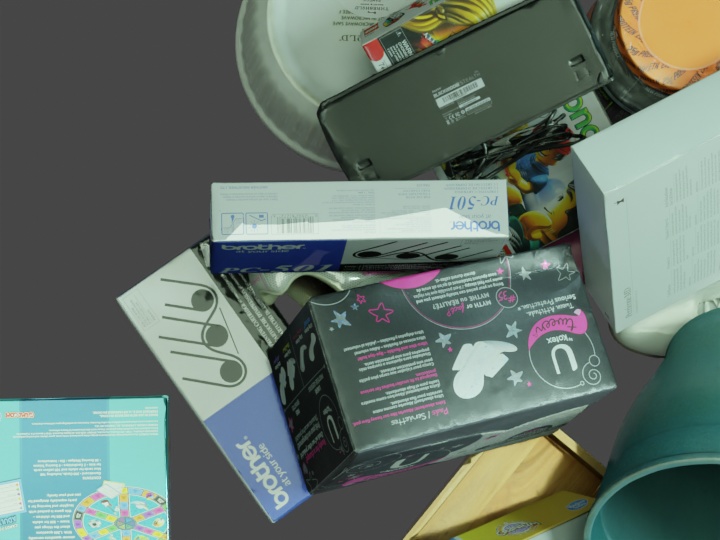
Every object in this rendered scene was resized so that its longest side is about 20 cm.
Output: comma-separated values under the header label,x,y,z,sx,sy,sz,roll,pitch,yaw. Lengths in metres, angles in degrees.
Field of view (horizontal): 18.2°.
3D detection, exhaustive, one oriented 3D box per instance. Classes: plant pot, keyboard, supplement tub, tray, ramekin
label,x,y,z,sx,sy,sz,roll,pitch,yaw
plant pot,0.270,0.132,1.585,0.200,0.200,0.188,19,46,-1
keyboard,0.077,-0.111,1.558,0.200,0.040,0.104,-25,89,12
supplement tub,0.217,-0.157,1.624,0.122,0.200,0.123,0,84,-3
tray,0.090,0.201,1.658,0.099,0.037,0.200,40,84,1
ramekin,0.007,-0.176,1.663,0.200,0.105,0.201,0,83,-3

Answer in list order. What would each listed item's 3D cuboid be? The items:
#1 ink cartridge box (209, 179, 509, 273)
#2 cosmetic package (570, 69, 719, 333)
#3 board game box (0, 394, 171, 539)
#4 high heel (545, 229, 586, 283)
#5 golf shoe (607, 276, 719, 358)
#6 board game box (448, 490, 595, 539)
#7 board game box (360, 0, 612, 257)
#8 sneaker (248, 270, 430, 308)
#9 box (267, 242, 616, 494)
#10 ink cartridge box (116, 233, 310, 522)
label,x,y,z,sx,sy,sz,roll,pitch,yaw
ink cartridge box,-0.004,-0.029,1.540,0.200,0.094,0.044,-1,77,-4
cosmetic package,0.228,-0.052,1.572,0.151,0.200,0.052,-29,60,-8
board game box,-0.213,0.193,1.636,0.151,0.047,0.200,-1,84,-3
high heel,0.219,-0.034,1.677,0.200,0.067,0.096,-15,74,10
golf shoe,0.284,0.022,1.662,0.200,0.092,0.073,-8,87,-2
board game box,0.095,0.253,1.566,0.200,0.040,0.153,-15,110,-45
board game box,0.102,-0.111,1.588,0.126,0.035,0.200,-28,112,10
sneaker,0.000,0.000,1.635,0.200,0.081,0.088,7,70,-17
box,0.054,0.072,1.575,0.200,0.132,0.115,-11,74,-19
ink cartridge box,-0.084,0.077,1.651,0.094,0.044,0.200,-35,86,-6
